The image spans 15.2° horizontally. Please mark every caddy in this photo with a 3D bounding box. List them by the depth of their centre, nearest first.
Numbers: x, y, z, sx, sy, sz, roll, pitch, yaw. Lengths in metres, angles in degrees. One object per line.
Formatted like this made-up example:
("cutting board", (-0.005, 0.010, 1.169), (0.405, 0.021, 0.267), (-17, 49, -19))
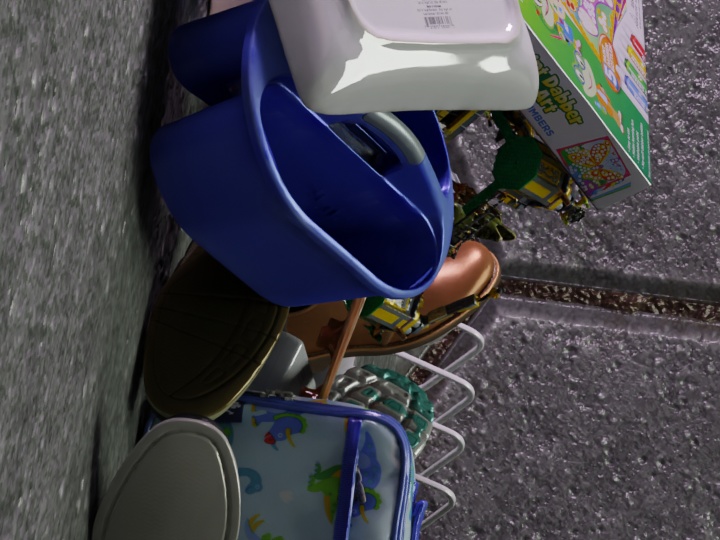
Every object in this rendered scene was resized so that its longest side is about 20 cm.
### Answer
("caddy", (-0.021, -0.064, 1.440), (0.200, 0.105, 0.141), (40, 47, -46))

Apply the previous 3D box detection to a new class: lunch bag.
("lunch bag", (-0.049, 0.168, 1.515), (0.082, 0.161, 0.200), (69, 29, -84))

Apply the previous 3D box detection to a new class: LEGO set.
("LEGO set", (0.071, -0.042, 1.762), (0.116, 0.200, 0.154), (26, 23, -47))

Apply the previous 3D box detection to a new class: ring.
("ring", (0.000, 0.000, 1.614), (0.200, 0.019, 0.200), (-160, -90, -90))

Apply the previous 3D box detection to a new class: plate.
("plate", (0.016, -0.181, 1.432), (0.200, 0.032, 0.200), (-5, 75, -50))

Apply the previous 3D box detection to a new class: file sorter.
("file sorter", (0.012, 0.090, 2.064), (0.139, 0.124, 0.200), (-42, -150, 53))

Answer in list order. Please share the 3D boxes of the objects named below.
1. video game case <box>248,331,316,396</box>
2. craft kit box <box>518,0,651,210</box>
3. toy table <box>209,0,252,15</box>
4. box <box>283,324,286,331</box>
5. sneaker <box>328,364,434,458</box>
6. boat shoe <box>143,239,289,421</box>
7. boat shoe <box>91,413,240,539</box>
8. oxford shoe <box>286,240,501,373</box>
("video game case", (-0.075, 0.146, 1.683), (0.200, 0.024, 0.182), (79, 36, -72))
("craft kit box", (0.113, -0.171, 1.686), (0.198, 0.049, 0.200), (45, 30, -32))
("toy table", (-0.022, -0.199, 1.565), (0.184, 0.117, 0.200), (81, 16, -72))
("box", (-0.070, -0.005, 1.717), (0.160, 0.044, 0.200), (86, 13, -68))
("sneaker", (-0.025, 0.140, 1.704), (0.200, 0.078, 0.091), (-49, 174, -40))
("boat shoe", (-0.073, 0.013, 1.521), (0.066, 0.072, 0.201), (103, 2, -55))
("boat shoe", (-0.100, 0.155, 1.410), (0.060, 0.074, 0.200), (-73, 172, -64))
("oxford shoe", (0.006, 0.014, 1.850), (0.071, 0.200, 0.071), (-127, -155, -44))
